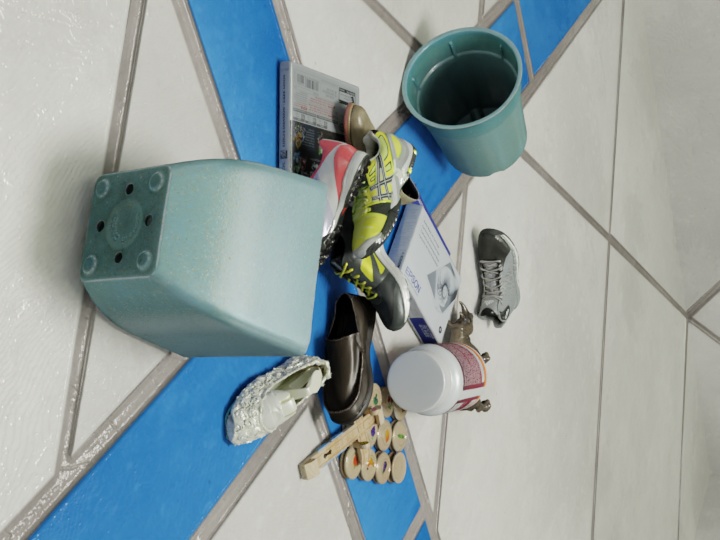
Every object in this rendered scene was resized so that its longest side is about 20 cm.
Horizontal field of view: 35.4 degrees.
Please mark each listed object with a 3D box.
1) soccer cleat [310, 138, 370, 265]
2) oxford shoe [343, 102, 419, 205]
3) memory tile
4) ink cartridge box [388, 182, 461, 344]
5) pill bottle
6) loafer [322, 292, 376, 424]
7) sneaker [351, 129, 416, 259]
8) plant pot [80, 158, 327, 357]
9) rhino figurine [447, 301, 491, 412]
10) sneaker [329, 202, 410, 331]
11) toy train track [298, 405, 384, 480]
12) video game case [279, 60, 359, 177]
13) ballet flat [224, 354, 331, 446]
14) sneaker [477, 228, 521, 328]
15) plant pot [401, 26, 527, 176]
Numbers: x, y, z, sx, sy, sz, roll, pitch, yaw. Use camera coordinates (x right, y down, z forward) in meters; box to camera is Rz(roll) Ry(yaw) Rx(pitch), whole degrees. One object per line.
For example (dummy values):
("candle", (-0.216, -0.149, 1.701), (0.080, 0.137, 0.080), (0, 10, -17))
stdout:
("soccer cleat", (-0.057, -0.081, 1.528), (0.200, 0.073, 0.068), (-65, 171, 16))
("oxford shoe", (0.033, -0.172, 1.665), (0.200, 0.075, 0.071), (59, 38, -47))
("memory tile", (0.025, 0.251, 1.745), (0.200, 0.017, 0.154), (24, 68, -60))
("ink cartridge box", (0.112, -0.010, 1.888), (0.200, 0.041, 0.200), (57, 41, -45))
("pill bottle", (0.123, 0.174, 1.811), (0.200, 0.114, 0.114), (7, 83, -67))
("loafer", (-0.027, 0.120, 1.606), (0.071, 0.073, 0.200), (41, 45, -49))
("sneaker", (0.014, -0.106, 1.573), (0.076, 0.075, 0.200), (28, 58, -21))
("plant pot", (-0.179, -0.022, 1.200), (0.200, 0.195, 0.197), (23, 69, -51))
("rhino figurine", (0.186, 0.154, 2.000), (0.087, 0.060, 0.200), (0, 86, -51))
("sneaker", (0.000, 0.000, 1.616), (0.085, 0.074, 0.200), (-20, 82, -33))
("toy train track", (-0.016, 0.246, 1.626), (0.200, 0.032, 0.115), (-30, 112, -50))
("video game case", (-0.056, -0.187, 1.600), (0.200, 0.023, 0.182), (5, 85, -63))
("ballet flat", (-0.100, 0.160, 1.464), (0.200, 0.072, 0.072), (-41, 124, -54))
("sneaker", (0.253, 0.027, 2.117), (0.116, 0.075, 0.200), (-59, 139, -41))
("plant pot", (0.192, -0.269, 1.904), (0.196, 0.200, 0.201), (56, 42, -56))
